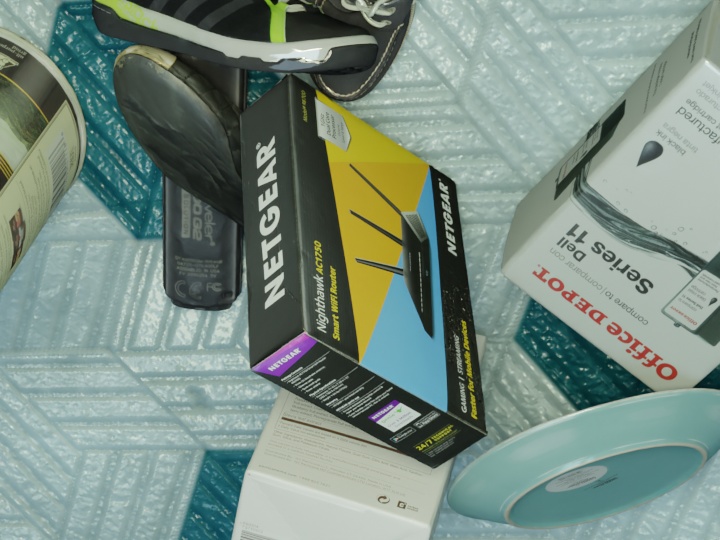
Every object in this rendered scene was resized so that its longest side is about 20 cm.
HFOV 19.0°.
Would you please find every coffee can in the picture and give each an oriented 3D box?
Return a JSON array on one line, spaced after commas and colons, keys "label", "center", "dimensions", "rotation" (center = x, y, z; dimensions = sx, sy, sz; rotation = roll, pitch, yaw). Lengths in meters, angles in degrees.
[{"label": "coffee can", "center": [-0.271, -0.046, 1.337], "dimensions": [0.145, 0.201, 0.148], "rotation": [7, 124, 11]}]

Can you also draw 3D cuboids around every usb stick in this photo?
[{"label": "usb stick", "center": [-0.101, -0.062, 1.383], "dimensions": [0.055, 0.033, 0.202], "rotation": [5, 124, 2]}]

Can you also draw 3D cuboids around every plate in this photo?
[{"label": "plate", "center": [0.152, 0.127, 1.361], "dimensions": [0.198, 0.026, 0.201], "rotation": [-14, 157, -6]}]

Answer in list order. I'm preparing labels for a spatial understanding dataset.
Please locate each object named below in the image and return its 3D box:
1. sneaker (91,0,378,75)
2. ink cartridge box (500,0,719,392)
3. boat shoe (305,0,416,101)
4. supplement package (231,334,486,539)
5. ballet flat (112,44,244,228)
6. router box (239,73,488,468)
[{"label": "sneaker", "center": [-0.079, -0.166, 1.264], "dimensions": [0.198, 0.072, 0.084], "rotation": [15, 100, 26]}, {"label": "ink cartridge box", "center": [0.199, -0.037, 1.282], "dimensions": [0.146, 0.083, 0.200], "rotation": [36, 126, -9]}, {"label": "boat shoe", "center": [0.002, -0.177, 1.259], "dimensions": [0.072, 0.063, 0.201], "rotation": [18, 126, 1]}, {"label": "supplement package", "center": [-0.003, 0.128, 1.374], "dimensions": [0.119, 0.201, 0.122], "rotation": [16, 125, 5]}, {"label": "ballet flat", "center": [-0.078, -0.072, 1.338], "dimensions": [0.066, 0.057, 0.200], "rotation": [-28, 121, 36]}, {"label": "router box", "center": [0.000, 0.000, 1.266], "dimensions": [0.149, 0.201, 0.051], "rotation": [30, 128, -35]}]
